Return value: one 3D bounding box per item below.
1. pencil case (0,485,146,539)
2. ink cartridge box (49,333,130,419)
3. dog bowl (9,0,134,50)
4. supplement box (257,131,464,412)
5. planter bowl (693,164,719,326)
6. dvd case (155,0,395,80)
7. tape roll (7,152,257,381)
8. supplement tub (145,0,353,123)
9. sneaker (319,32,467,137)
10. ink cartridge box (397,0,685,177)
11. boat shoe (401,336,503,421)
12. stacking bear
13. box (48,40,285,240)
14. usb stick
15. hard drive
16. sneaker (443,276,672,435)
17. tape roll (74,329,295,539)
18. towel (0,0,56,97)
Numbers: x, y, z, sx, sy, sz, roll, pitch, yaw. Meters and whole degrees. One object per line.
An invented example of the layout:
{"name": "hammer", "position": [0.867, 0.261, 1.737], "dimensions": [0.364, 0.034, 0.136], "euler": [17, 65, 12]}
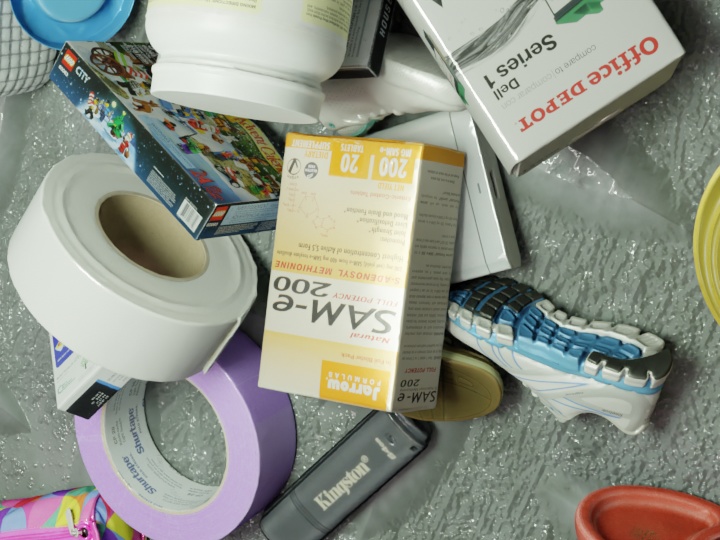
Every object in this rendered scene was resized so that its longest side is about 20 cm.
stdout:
{"name": "pencil case", "position": [-0.299, 0.251, 1.483], "dimensions": [0.199, 0.088, 0.089], "euler": [-14, 97, 32]}
{"name": "ink cartridge box", "position": [-0.236, 0.024, 1.369], "dimensions": [0.099, 0.039, 0.201], "euler": [-42, 43, 26]}
{"name": "dog bowl", "position": [-0.247, -0.288, 1.293], "dimensions": [0.050, 0.111, 0.202], "euler": [33, 124, 56]}
{"name": "supplement box", "position": [0.000, 0.000, 1.190], "dimensions": [0.125, 0.073, 0.202], "euler": [7, 92, 31]}
{"name": "planter bowl", "position": [0.314, -0.003, 1.066], "dimensions": [0.199, 0.083, 0.202], "euler": [9, 108, 28]}
{"name": "dvd case", "position": [-0.061, -0.216, 1.207], "dimensions": [0.199, 0.025, 0.151], "euler": [1, 69, 29]}
{"name": "tape roll", "position": [-0.185, -0.005, 1.280], "dimensions": [0.202, 0.202, 0.071], "euler": [44, 119, 12]}
{"name": "supplement tub", "position": [-0.074, -0.214, 1.096], "dimensions": [0.144, 0.145, 0.202], "euler": [9, 89, 27]}
{"name": "sneaker", "position": [0.008, -0.140, 1.212], "dimensions": [0.199, 0.075, 0.089], "euler": [21, 115, 34]}
{"name": "ink cartridge box", "position": [0.116, -0.189, 1.095], "dimensions": [0.146, 0.084, 0.201], "euler": [-33, 86, 1]}
{"name": "boat shoe", "position": [0.026, 0.074, 1.268], "dimensions": [0.199, 0.063, 0.074], "euler": [3, 126, 26]}
{"name": "stacking bear", "position": [0.204, 0.278, 1.196], "dimensions": [0.113, 0.121, 0.201], "euler": [18, 119, 22]}
{"name": "box", "position": [-0.138, -0.109, 1.242], "dimensions": [0.200, 0.136, 0.038], "euler": [46, 120, 22]}
{"name": "usb stick", "position": [-0.015, 0.180, 1.332], "dimensions": [0.056, 0.033, 0.200], "euler": [50, 121, 8]}
{"name": "hard drive", "position": [0.023, -0.045, 1.244], "dimensions": [0.199, 0.027, 0.133], "euler": [-15, 88, 32]}
{"name": "sneaker", "position": [0.140, 0.072, 1.196], "dimensions": [0.199, 0.075, 0.087], "euler": [24, 131, 28]}
{"name": "tape roll", "position": [-0.158, 0.141, 1.384], "dimensions": [0.199, 0.066, 0.202], "euler": [8, 107, 28]}
{"name": "towel", "position": [-0.343, -0.246, 1.324], "dimensions": [0.085, 0.165, 0.202], "euler": [17, 111, 31]}
